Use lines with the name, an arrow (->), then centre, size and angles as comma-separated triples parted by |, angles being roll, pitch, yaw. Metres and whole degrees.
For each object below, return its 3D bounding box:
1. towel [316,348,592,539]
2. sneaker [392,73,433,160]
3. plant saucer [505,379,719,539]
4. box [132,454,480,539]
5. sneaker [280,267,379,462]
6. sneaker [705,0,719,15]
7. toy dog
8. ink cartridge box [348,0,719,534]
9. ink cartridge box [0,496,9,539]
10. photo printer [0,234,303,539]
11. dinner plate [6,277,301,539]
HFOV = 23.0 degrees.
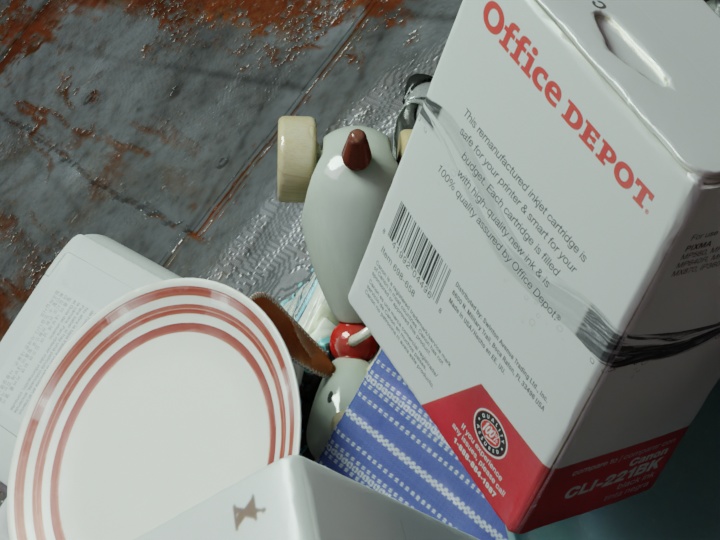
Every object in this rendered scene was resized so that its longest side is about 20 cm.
towel -> 0.060, 0.086, 0.881 | 0.145, 0.024, 0.200 | 37, 104, 28
sneaker -> 0.084, -0.093, 1.017 | 0.115, 0.075, 0.200 | 44, 104, 15
plant saucer -> 0.160, 0.095, 0.786 | 0.200, 0.036, 0.200 | -2, 86, 30
box -> -0.036, 0.226, 0.782 | 0.200, 0.171, 0.199 | -30, 52, 25
sneaker -> -0.018, 0.020, 1.080 | 0.086, 0.078, 0.200 | 0, 56, 51
sneaker -> 0.189, -0.101, 0.910 | 0.084, 0.077, 0.200 | -64, -6, 8
toy dog -> 0.000, 0.000, 0.956 | 0.132, 0.096, 0.200 | -19, 81, -1
ink cartridge box -> 0.087, -0.016, 0.718 | 0.144, 0.084, 0.200 | 55, 142, 32
ink cartridge box -> -0.157, 0.144, 1.115 | 0.116, 0.067, 0.200 | 13, 67, 50
photo printer -> -0.133, 0.082, 1.030 | 0.200, 0.069, 0.166 | 25, 81, 40
dinner plate -> -0.108, 0.101, 0.937 | 0.200, 0.024, 0.200 | -15, 64, 32
